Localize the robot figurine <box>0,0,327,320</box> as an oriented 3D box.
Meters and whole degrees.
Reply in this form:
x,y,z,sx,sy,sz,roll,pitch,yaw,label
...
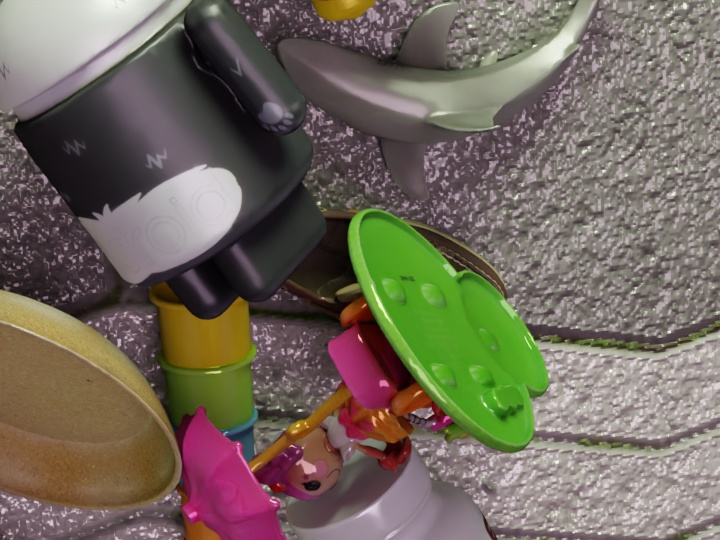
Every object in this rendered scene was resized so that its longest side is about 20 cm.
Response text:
x,y,z,sx,sy,sz,roll,pitch,yaw,label
-0.102,-0.075,1.091,0.150,0.125,0.200,-33,104,9,robot figurine

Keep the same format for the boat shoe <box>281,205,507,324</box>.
x,y,z,sx,sy,sz,roll,pitch,yaw,label
0.000,0.000,1.213,0.200,0.072,0.072,23,98,-21,boat shoe

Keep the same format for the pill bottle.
x,y,z,sx,sy,sz,roll,pitch,yaw,label
0.041,0.199,1.263,0.113,0.113,0.200,-33,111,-5,pill bottle

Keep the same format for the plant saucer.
x,y,z,sx,sy,sz,roll,pitch,yaw,label
-0.185,0.062,1.140,0.200,0.200,0.036,33,56,-22,plant saucer

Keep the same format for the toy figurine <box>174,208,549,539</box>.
x,y,z,sx,sy,sz,roll,pitch,yaw,label
-0.013,0.080,1.163,0.184,0.200,0.150,-36,75,19,toy figurine

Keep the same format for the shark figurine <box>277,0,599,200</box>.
x,y,z,sx,sy,sz,roll,pitch,yaw,label
0.076,-0.108,1.199,0.214,0.090,0.128,-24,112,-6,shark figurine

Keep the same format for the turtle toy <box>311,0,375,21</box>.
x,y,z,sx,sy,sz,roll,pitch,yaw,label
-0.020,-0.199,1.123,0.200,0.101,0.146,-18,104,14,turtle toy

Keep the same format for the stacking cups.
x,y,z,sx,sy,sz,roll,pitch,yaw,label
-0.079,0.102,1.229,0.060,0.061,0.201,-11,111,-13,stacking cups
